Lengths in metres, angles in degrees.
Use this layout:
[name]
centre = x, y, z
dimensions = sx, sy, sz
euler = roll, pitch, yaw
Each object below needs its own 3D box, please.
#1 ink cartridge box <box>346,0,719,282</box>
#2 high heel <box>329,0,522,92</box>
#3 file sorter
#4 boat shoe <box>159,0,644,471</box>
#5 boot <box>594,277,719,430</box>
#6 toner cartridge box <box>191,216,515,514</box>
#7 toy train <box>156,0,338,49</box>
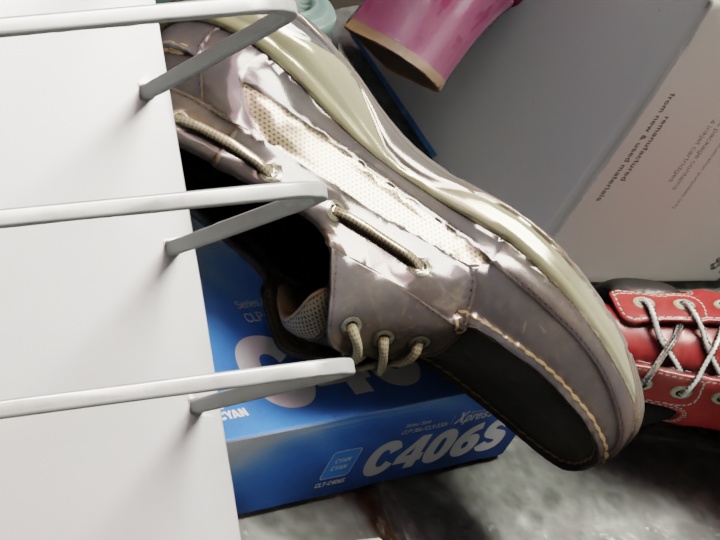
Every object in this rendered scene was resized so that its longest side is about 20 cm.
[ink cartridge box]
centre = 0.132, -0.095, 1.075
dimensions = 0.199, 0.145, 0.147
euler = -1, 46, -41
[high heel]
centre = -0.004, -0.142, 1.037
dimensions = 0.200, 0.096, 0.067
euler = 34, -5, 37
[file sorter]
centre = -0.086, -0.008, 0.715
dimensions = 0.138, 0.124, 0.201
euler = -7, 84, -29
[boat shoe]
centre = 0.000, 0.000, 0.856
dimensions = 0.200, 0.074, 0.073
euler = 42, 63, -3
[boot]
centre = 0.156, 0.031, 0.922
dimensions = 0.144, 0.200, 0.073
euler = 10, 79, -27
[toner cartridge box]
centre = -0.037, 0.027, 0.880
dimensions = 0.199, 0.043, 0.095
euler = -9, 51, -44
[toy train]
centre = -0.094, -0.069, 0.932
dimensions = 0.114, 0.086, 0.200
euler = 33, 34, 24
